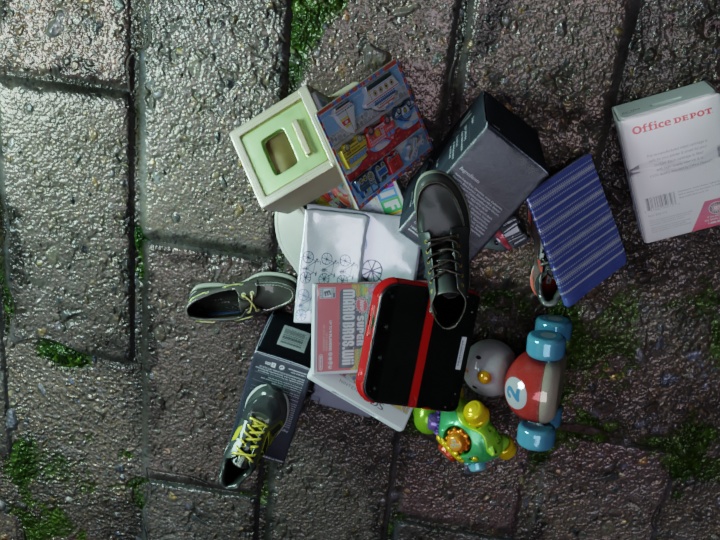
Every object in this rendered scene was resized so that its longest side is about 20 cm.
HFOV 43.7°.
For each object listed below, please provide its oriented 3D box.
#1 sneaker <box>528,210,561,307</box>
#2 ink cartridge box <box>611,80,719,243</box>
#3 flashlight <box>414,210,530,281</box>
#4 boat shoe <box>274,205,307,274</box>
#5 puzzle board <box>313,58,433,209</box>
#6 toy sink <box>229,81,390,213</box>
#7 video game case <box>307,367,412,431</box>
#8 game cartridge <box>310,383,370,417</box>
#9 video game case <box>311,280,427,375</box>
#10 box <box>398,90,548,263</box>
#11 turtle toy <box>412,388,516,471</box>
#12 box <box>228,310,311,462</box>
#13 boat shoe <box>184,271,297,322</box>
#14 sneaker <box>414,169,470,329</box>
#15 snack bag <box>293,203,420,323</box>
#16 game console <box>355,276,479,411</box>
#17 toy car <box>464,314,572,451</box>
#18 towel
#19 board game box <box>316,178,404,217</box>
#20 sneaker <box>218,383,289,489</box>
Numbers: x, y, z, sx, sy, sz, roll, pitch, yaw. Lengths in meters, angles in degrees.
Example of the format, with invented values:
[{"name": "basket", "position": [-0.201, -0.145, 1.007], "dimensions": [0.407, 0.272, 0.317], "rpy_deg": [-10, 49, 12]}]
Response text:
[{"name": "sneaker", "position": [0.304, -0.033, 1.408], "dimensions": [0.076, 0.082, 0.202], "rpy_deg": [-3, 114, 9]}, {"name": "ink cartridge box", "position": [0.467, -0.161, 1.329], "dimensions": [0.145, 0.083, 0.202], "rpy_deg": [-14, 112, 14]}, {"name": "flashlight", "position": [0.171, -0.030, 1.437], "dimensions": [0.199, 0.068, 0.068], "rpy_deg": [-31, 109, 18]}, {"name": "boat shoe", "position": [-0.076, -0.033, 1.468], "dimensions": [0.074, 0.062, 0.201], "rpy_deg": [-21, 105, 27]}, {"name": "puzzle board", "position": [0.027, -0.203, 1.316], "dimensions": [0.017, 0.200, 0.152], "rpy_deg": [-3, 119, 44]}, {"name": "toy sink", "position": [-0.073, -0.191, 1.342], "dimensions": [0.199, 0.112, 0.131], "rpy_deg": [-27, 80, 17]}, {"name": "video game case", "position": [0.032, 0.131, 1.470], "dimensions": [0.181, 0.201, 0.023], "rpy_deg": [31, 156, -12]}, {"name": "game cartridge", "position": [-0.003, 0.156, 1.562], "dimensions": [0.132, 0.041, 0.202], "rpy_deg": [17, 116, 3]}, {"name": "video game case", "position": [0.021, 0.089, 1.414], "dimensions": [0.198, 0.017, 0.145], "rpy_deg": [-1, 99, -16]}, {"name": "box", "position": [0.163, -0.132, 1.319], "dimensions": [0.117, 0.197, 0.200], "rpy_deg": [35, 114, -10]}, {"name": "turtle toy", "position": [0.164, 0.263, 1.518], "dimensions": [0.101, 0.200, 0.146], "rpy_deg": [-45, 126, -6]}, {"name": "box", "position": [-0.140, 0.197, 1.535], "dimensions": [0.103, 0.148, 0.202], "rpy_deg": [18, 115, -1]}, {"name": "boat shoe", "position": [-0.200, 0.052, 1.525], "dimensions": [0.199, 0.061, 0.072], "rpy_deg": [-9, 113, 11]}, {"name": "sneaker", "position": [0.116, -0.028, 1.204], "dimensions": [0.074, 0.106, 0.202], "rpy_deg": [-9, 114, 10]}, {"name": "snack bag", "position": [0.000, 0.000, 1.420], "dimensions": [0.198, 0.021, 0.191], "rpy_deg": [6, 99, -7]}, {"name": "game console", "position": [0.090, 0.119, 1.417], "dimensions": [0.175, 0.031, 0.202], "rpy_deg": [9, 97, -20]}, {"name": "toy car", "position": [0.234, 0.170, 1.474], "dimensions": [0.198, 0.177, 0.186], "rpy_deg": [7, 105, 18]}, {"name": "towel", "position": [0.332, -0.061, 1.382], "dimensions": [0.144, 0.024, 0.201], "rpy_deg": [-33, 111, -23]}, {"name": "board game box", "position": [0.005, -0.108, 1.440], "dimensions": [0.133, 0.034, 0.201], "rpy_deg": [-19, 110, 15]}, {"name": "sneaker", "position": [-0.171, 0.275, 1.448], "dimensions": [0.074, 0.085, 0.201], "rpy_deg": [23, 116, -4]}]
